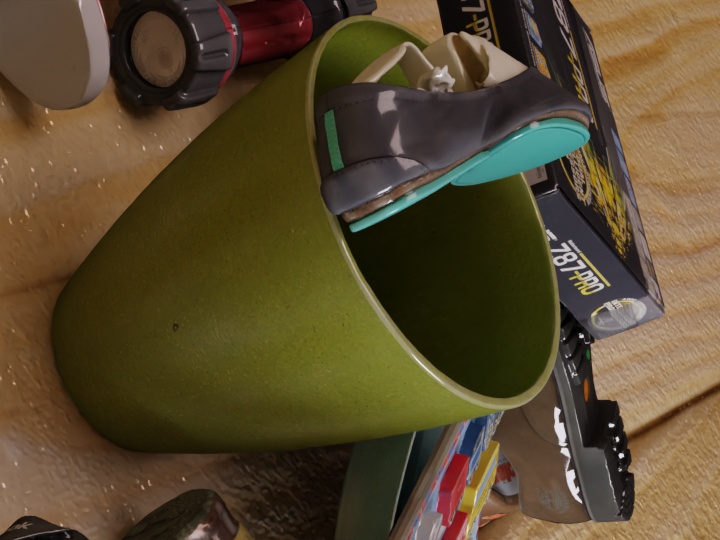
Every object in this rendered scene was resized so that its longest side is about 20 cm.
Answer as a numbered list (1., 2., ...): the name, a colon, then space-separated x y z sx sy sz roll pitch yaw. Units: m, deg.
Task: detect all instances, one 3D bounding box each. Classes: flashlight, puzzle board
1. flashlight: -0.059 -0.134 1.242 0.068 0.068 0.200 37 29 20
2. puzzle board: 0.039 0.151 1.148 0.200 0.017 0.151 -58 157 -52

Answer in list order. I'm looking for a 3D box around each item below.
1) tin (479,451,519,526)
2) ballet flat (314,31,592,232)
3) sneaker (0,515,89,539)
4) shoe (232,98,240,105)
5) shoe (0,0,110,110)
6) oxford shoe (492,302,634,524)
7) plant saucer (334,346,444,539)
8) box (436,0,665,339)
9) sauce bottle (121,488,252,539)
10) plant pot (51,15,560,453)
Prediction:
1. tin: 0.046 0.051 1.313 0.112 0.042 0.201 -13 80 -55
2. ballet flat: 0.040 -0.068 0.959 0.200 0.073 0.073 -21 86 -58
3. sneaker: -0.148 0.143 0.914 0.200 0.066 0.091 23 47 -54
4. shoe: -0.024 -0.009 1.239 0.070 0.053 0.201 5 67 -80
5. shoe: -0.162 -0.179 1.113 0.091 0.071 0.201 -25 86 -54
6. oxford shoe: 0.091 0.053 1.250 0.073 0.084 0.201 -45 124 -64
7. plant saucer: 0.025 0.107 1.156 0.200 0.036 0.201 14 90 -77
8. box: 0.097 -0.083 1.201 0.161 0.049 0.201 46 28 -53
9. sauce bottle: -0.040 0.198 1.040 0.201 0.065 0.065 57 31 -12
10. plant pot: -0.041 0.010 1.039 0.187 0.199 0.188 37 39 -39
